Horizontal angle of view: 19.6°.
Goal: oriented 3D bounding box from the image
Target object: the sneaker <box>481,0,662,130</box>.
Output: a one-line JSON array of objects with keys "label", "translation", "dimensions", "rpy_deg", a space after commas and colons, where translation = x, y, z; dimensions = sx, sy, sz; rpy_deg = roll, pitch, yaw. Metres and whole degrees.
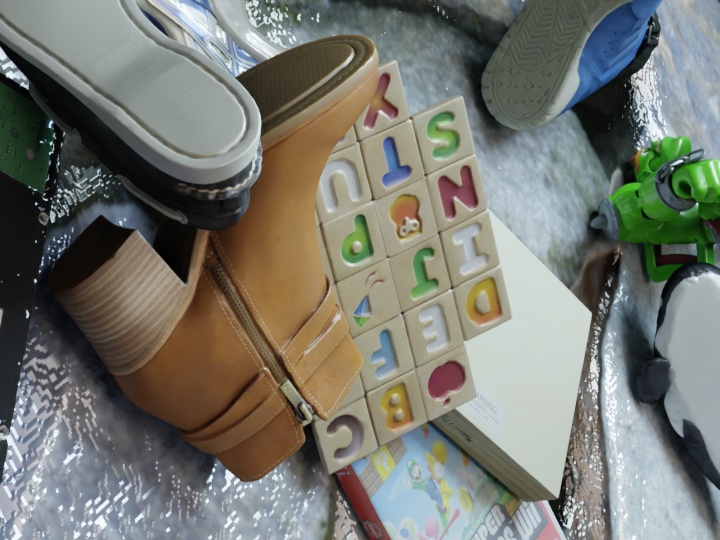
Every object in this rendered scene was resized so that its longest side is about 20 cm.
[{"label": "sneaker", "translation": [0.159, -0.178, 1.300], "dimensions": [0.077, 0.200, 0.111], "rpy_deg": [39, 30, 12]}]

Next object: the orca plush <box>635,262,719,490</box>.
[{"label": "orca plush", "translation": [0.247, 0.074, 1.427], "dimensions": [0.200, 0.105, 0.071], "rpy_deg": [55, 11, -23]}]

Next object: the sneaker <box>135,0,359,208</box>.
[{"label": "sneaker", "translation": [-0.080, -0.091, 1.059], "dimensions": [0.088, 0.075, 0.200], "rpy_deg": [-51, 117, -29]}]

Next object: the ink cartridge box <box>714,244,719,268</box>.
[{"label": "ink cartridge box", "translation": [0.346, -0.027, 1.520], "dimensions": [0.200, 0.146, 0.084], "rpy_deg": [-50, 120, -46]}]

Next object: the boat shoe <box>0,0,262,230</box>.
[{"label": "boat shoe", "translation": [-0.118, -0.095, 0.950], "dimensions": [0.074, 0.200, 0.060], "rpy_deg": [-38, 155, -26]}]

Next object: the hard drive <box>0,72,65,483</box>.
[{"label": "hard drive", "translation": [-0.200, -0.006, 0.889], "dimensions": [0.140, 0.038, 0.200], "rpy_deg": [31, 57, -44]}]

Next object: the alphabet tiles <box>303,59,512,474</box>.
[{"label": "alphabet tiles", "translation": [0.000, 0.000, 1.088], "dimensions": [0.166, 0.006, 0.200], "rpy_deg": [-26, 116, -25]}]

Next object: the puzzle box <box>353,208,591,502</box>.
[{"label": "puzzle box", "translation": [0.062, 0.029, 1.202], "dimensions": [0.200, 0.025, 0.133], "rpy_deg": [43, 49, -37]}]

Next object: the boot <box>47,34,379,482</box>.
[{"label": "boot", "translation": [-0.036, -0.003, 1.014], "dimensions": [0.200, 0.077, 0.155], "rpy_deg": [-47, 122, -12]}]

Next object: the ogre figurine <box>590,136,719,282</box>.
[{"label": "ogre figurine", "translation": [0.237, -0.047, 1.406], "dimensions": [0.200, 0.120, 0.098], "rpy_deg": [-33, 102, -53]}]

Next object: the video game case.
[{"label": "video game case", "translation": [0.055, 0.135, 1.198], "dimensions": [0.143, 0.017, 0.200], "rpy_deg": [-48, 117, -47]}]
